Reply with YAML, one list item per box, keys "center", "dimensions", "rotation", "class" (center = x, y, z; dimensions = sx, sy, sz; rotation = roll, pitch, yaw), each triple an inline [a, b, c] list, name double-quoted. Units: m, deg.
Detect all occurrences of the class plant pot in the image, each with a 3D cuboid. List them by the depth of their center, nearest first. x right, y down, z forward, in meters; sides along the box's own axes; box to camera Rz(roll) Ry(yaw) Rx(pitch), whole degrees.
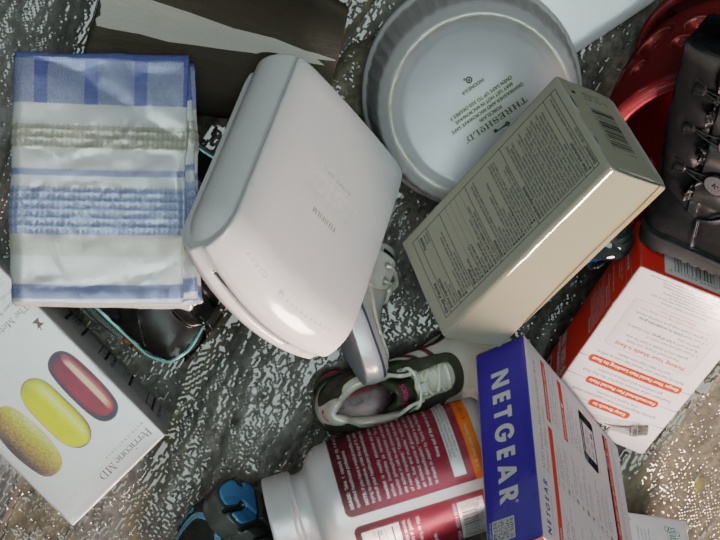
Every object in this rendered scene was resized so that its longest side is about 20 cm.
- center: [0.309, -0.138, 1.100]
  dimensions: [0.199, 0.201, 0.183]
  rotation: [27, 49, -7]
  class: "plant pot"

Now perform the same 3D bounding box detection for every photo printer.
- center: [-0.052, -0.043, 1.028]
  dimensions: [0.166, 0.069, 0.201]
  rotation: [46, 50, -36]
  class: "photo printer"

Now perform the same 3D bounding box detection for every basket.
- center: [-0.121, -0.201, 1.104]
  dimensions: [0.198, 0.136, 0.182]
  rotation: [17, 81, -10]
  class: "basket"

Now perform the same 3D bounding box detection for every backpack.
- center: [-0.192, -0.041, 1.091]
  dimensions: [0.199, 0.153, 0.177]
  rotation: [36, 83, -15]
  class: "backpack"

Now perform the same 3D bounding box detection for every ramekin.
- center: [0.099, -0.148, 1.126]
  dimensions: [0.200, 0.094, 0.205]
  rotation: [0, 105, 0]
  class: "ramekin"

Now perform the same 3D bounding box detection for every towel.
- center: [-0.196, -0.069, 1.007]
  dimensions: [0.145, 0.024, 0.202]
  rotation: [0, 83, -11]
  class: "towel"

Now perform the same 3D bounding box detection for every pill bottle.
- center: [0.021, 0.188, 1.106]
  dimensions: [0.198, 0.113, 0.114]
  rotation: [-16, 95, -3]
  class: "pill bottle"

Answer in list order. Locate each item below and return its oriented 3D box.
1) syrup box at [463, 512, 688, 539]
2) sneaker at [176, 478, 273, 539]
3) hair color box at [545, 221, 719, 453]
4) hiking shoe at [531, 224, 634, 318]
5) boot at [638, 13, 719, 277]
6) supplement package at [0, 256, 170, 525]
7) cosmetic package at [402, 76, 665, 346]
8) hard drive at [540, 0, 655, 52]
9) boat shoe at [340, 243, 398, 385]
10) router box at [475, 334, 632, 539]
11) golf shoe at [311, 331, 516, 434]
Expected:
- center: [0.194, 0.264, 1.172]
  dimensions: [0.198, 0.079, 0.082]
  rotation: [10, 136, -7]
  class: "syrup box"
- center: [-0.077, 0.272, 1.174]
  dimensions: [0.082, 0.073, 0.200]
  rotation: [-38, 103, 27]
  class: "sneaker"
- center: [0.243, 0.062, 1.133]
  dimensions: [0.110, 0.064, 0.201]
  rotation: [21, 131, -7]
  class: "hair color box"
- center: [0.157, -0.005, 1.131]
  dimensions: [0.074, 0.199, 0.087]
  rotation: [-28, 105, -41]
  class: "hiking shoe"
- center: [0.306, -0.081, 0.981]
  dimensions: [0.163, 0.066, 0.201]
  rotation: [16, 133, 11]
  class: "boot"
- center: [-0.270, 0.098, 1.112]
  dimensions: [0.114, 0.110, 0.200]
  rotation: [-44, 97, -2]
  class: "supplement package"
- center: [0.132, -0.042, 1.036]
  dimensions: [0.073, 0.104, 0.200]
  rotation: [12, 133, -40]
  class: "cosmetic package"
- center: [0.175, -0.263, 1.183]
  dimensions: [0.199, 0.026, 0.133]
  rotation: [-33, 96, -4]
  class: "hard drive"
- center: [0.000, 0.000, 1.135]
  dimensions: [0.069, 0.071, 0.201]
  rotation: [-14, 65, -12]
  class: "boat shoe"
- center: [0.163, 0.184, 1.070]
  dimensions: [0.049, 0.201, 0.180]
  rotation: [-25, 128, 24]
  class: "router box"
- center: [0.055, 0.104, 1.160]
  dimensions: [0.198, 0.088, 0.078]
  rotation: [-19, 93, -6]
  class: "golf shoe"
